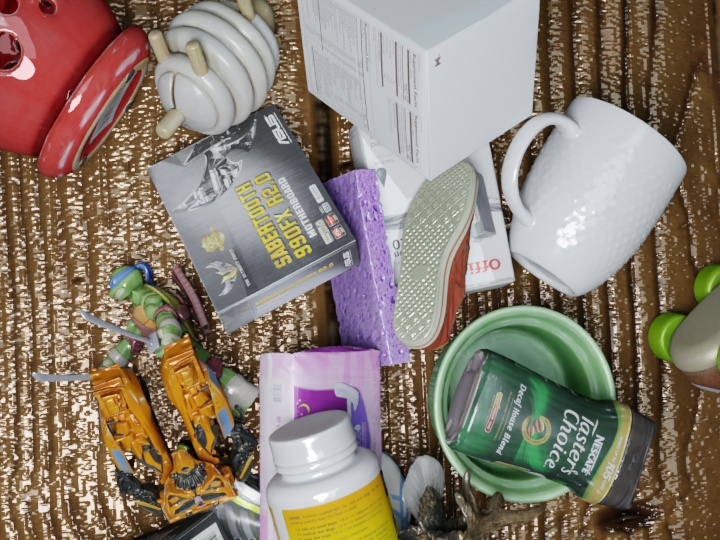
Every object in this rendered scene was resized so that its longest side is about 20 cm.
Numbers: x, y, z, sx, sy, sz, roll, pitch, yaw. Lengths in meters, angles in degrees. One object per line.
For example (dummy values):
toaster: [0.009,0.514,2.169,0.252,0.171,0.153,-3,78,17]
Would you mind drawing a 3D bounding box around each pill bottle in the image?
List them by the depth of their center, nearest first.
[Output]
pill bottle: [-0.020,0.235,0.929,0.107,0.109,0.204,-16,97,-8]

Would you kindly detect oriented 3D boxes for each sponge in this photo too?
sponge: [0.000,0.000,1.092,0.029,0.111,0.205,-9,88,-25]

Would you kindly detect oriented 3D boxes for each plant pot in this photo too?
plant pot: [-0.322,-0.206,1.022,0.181,0.200,0.202,36,83,-7]

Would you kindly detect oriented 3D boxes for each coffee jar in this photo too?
coffee jar: [0.189,0.159,1.021,0.197,0.085,0.106,21,85,-6]

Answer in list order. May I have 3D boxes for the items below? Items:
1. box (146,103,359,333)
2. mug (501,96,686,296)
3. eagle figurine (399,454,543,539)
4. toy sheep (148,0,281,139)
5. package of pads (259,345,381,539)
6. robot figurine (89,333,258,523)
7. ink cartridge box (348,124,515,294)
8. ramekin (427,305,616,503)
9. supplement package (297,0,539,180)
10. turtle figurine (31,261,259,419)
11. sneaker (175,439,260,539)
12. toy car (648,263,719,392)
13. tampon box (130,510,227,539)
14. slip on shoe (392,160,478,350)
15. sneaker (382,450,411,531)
box: [-0.113,-0.058,1.071,0.156,0.049,0.202,-26,61,-8]
mug: [0.225,-0.083,1.096,0.199,0.147,0.177,36,86,-34]
eagle figurine: [0.072,0.305,1.034,0.150,0.152,0.201,27,125,-15]
toy sheep: [-0.153,-0.213,1.071,0.137,0.138,0.201,40,63,-3]
package of pads: [-0.041,0.178,1.028,0.119,0.075,0.205,1,87,-37]
robot figurine: [-0.176,0.162,0.981,0.142,0.059,0.203,-20,126,-6]
ink cartridge box: [0.075,-0.070,1.121,0.143,0.085,0.204,-11,90,-7]
ramekin: [0.165,0.141,1.113,0.195,0.098,0.205,0,87,-7]
supplement package: [0.056,-0.227,1.034,0.151,0.152,0.199,-32,52,-24]
turtle figurine: [-0.211,0.103,1.046,0.194,0.201,0.144,43,114,-8]
sneaker: [-0.124,0.261,1.091,0.198,0.074,0.082,33,93,1]
toy car: [0.446,0.108,1.129,0.158,0.164,0.201,-43,105,-7]
tampon box: [-0.212,0.346,0.993,0.198,0.126,0.152,-25,90,35]
slip on shoe: [0.081,-0.015,1.050,0.073,0.061,0.204,3,73,32]
sneaker: [0.013,0.294,1.094,0.070,0.072,0.205,2,87,14]
